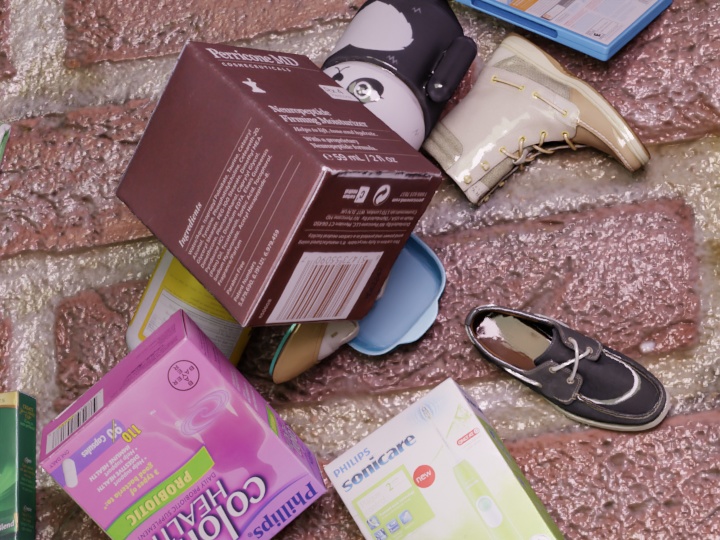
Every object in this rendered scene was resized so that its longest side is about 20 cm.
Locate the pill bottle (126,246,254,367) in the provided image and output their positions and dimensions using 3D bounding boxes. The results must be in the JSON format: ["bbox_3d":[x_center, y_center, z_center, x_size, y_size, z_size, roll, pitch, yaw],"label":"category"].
[{"bbox_3d":[-0.158,0.044,1.586,0.112,0.112,0.201,31,102,25],"label":"pill bottle"}]

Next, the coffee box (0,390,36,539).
[{"bbox_3d":[-0.388,0.227,1.656,0.122,0.044,0.201,-8,71,17],"label":"coffee box"}]

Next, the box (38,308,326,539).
[{"bbox_3d":[-0.163,0.174,1.510,0.176,0.097,0.200,-40,107,3],"label":"box"}]

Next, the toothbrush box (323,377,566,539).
[{"bbox_3d":[0.084,0.224,1.474,0.145,0.086,0.201,-35,64,5],"label":"toothbrush box"}]

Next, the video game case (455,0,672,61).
[{"bbox_3d":[0.183,-0.271,1.585,0.199,0.018,0.143,26,44,24],"label":"video game case"}]

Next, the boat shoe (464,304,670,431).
[{"bbox_3d":[0.185,0.087,1.493,0.199,0.068,0.072,26,81,23],"label":"boat shoe"}]

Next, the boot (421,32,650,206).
[{"bbox_3d":[0.162,-0.117,1.560,0.155,0.072,0.200,-47,59,-1],"label":"boot"}]

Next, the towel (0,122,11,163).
[{"bbox_3d":[-0.487,-0.104,1.808,0.199,0.023,0.154,7,75,22],"label":"towel"}]

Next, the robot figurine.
[{"bbox_3d":[0.028,-0.188,1.580,0.124,0.150,0.201,31,55,-2],"label":"robot figurine"}]

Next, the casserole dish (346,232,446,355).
[{"bbox_3d":[0.000,0.000,1.598,0.200,0.039,0.121,41,90,26],"label":"casserole dish"}]

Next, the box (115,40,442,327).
[{"bbox_3d":[-0.073,-0.075,1.442,0.200,0.165,0.165,43,117,30],"label":"box"}]

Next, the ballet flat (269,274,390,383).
[{"bbox_3d":[-0.016,0.025,1.541,0.063,0.069,0.201,26,85,10],"label":"ballet flat"}]
